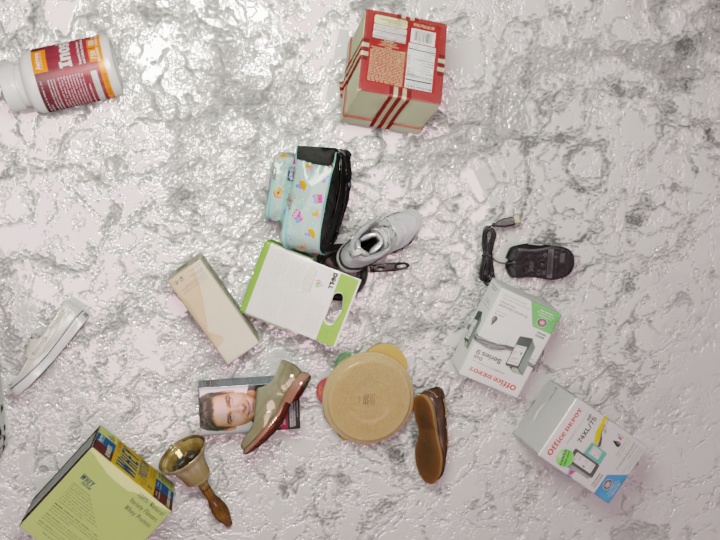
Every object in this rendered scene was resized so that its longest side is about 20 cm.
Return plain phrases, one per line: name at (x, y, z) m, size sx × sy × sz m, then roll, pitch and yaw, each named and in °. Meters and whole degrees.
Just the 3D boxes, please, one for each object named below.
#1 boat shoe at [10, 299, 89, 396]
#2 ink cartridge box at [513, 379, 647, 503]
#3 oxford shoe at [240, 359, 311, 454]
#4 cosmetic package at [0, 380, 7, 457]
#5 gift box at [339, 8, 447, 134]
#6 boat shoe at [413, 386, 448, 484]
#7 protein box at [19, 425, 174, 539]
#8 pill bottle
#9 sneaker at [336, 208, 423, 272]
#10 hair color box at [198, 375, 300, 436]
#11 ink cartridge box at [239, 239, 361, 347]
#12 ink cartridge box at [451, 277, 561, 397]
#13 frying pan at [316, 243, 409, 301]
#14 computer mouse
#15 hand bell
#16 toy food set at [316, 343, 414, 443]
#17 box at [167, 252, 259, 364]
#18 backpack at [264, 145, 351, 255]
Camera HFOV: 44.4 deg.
boat shoe at (-0.600, 0.145, 1.665) m, size 0.066 × 0.072 × 0.200 m, roll 40°, pitch 89°, yaw -9°
ink cartridge box at (0.458, 0.356, 1.853) m, size 0.199 × 0.146 × 0.147 m, roll 34°, pitch 91°, yaw -13°
oxford shoe at (-0.178, 0.265, 1.711) m, size 0.074 × 0.071 × 0.201 m, roll 36°, pitch 91°, yaw 11°
cosmetic package at (-0.703, 0.252, 1.656) m, size 0.050 × 0.083 × 0.202 m, roll -4°, pitch 100°, yaw -12°
gift box at (0.066, -0.376, 1.656) m, size 0.183 × 0.187 × 0.202 m, roll 13°, pitch 77°, yaw -10°
boat shoe at (0.156, 0.342, 1.836) m, size 0.070 × 0.070 × 0.202 m, roll -19°, pitch 112°, yaw -48°
protein box at (-0.499, 0.450, 1.696) m, size 0.198 × 0.135 × 0.200 m, roll 43°, pitch 90°, yaw -13°
pill bottle at (-0.536, -0.347, 1.580) m, size 0.198 × 0.113 × 0.114 m, roll -15°, pitch 101°, yaw -8°
sneaker at (0.050, -0.066, 1.715) m, size 0.199 × 0.115 × 0.075 m, roll -30°, pitch 88°, yaw -17°
hair color box at (-0.222, 0.267, 1.758) m, size 0.198 × 0.061 × 0.100 m, roll -3°, pitch 99°, yaw -10°
ink cartridge box at (-0.114, 0.045, 1.713) m, size 0.199 × 0.076 × 0.149 m, roll 22°, pitch 94°, yaw 1°
ink cartridge box at (0.298, 0.140, 1.811) m, size 0.145 × 0.084 × 0.201 m, roll 23°, pitch 101°, yaw -12°
frying pan at (-0.009, -0.015, 1.770) m, size 0.189 × 0.031 × 0.116 m, roll -29°, pitch 101°, yaw -8°
computer mouse at (0.340, -0.048, 1.823) m, size 0.198 × 0.046 × 0.142 m, roll -5°, pitch 108°, yaw 1°
hand bell at (-0.309, 0.439, 1.766) m, size 0.104 × 0.104 × 0.201 m, roll -30°, pitch 114°, yaw -5°
toy food set at (0.012, 0.257, 1.806) m, size 0.196 × 0.049 × 0.202 m, roll -15°, pitch 101°, yaw -8°
box at (-0.282, 0.072, 1.701) m, size 0.077 × 0.095 × 0.201 m, roll -34°, pitch 102°, yaw -3°
backpack at (-0.099, -0.132, 1.665) m, size 0.152 × 0.176 × 0.202 m, roll 4°, pitch 97°, yaw 5°
